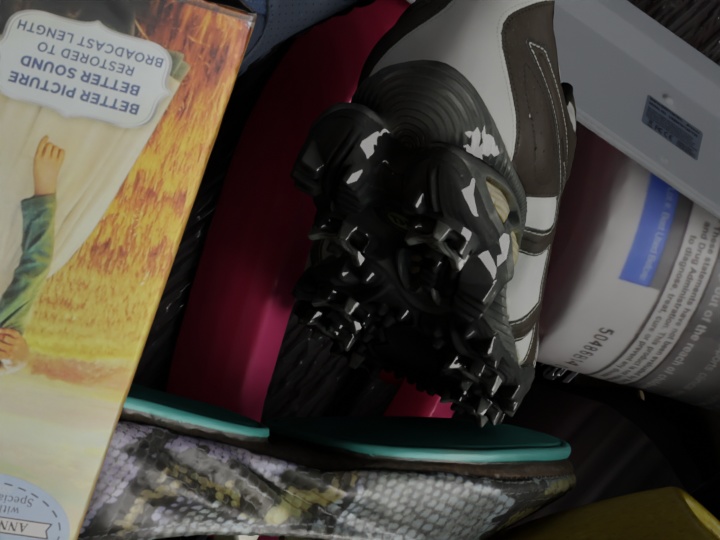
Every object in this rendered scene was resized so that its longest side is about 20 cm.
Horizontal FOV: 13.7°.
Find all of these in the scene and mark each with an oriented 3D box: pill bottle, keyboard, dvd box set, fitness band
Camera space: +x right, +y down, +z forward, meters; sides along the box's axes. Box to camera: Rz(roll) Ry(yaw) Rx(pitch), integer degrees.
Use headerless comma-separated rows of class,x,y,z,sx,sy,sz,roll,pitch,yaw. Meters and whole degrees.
pill bottle,0.154,-0.001,1.032,0.114,0.199,0.114,-164,-90,-73
keyboard,0.098,-0.049,0.938,0.011,0.200,0.056,-40,-158,47
dvd box set,-0.122,0.014,0.676,0.146,0.029,0.201,15,104,-25
fitness band,0.000,0.000,0.957,0.143,0.037,0.201,-12,122,-57

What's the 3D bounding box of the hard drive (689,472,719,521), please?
hard drive,0.184,0.123,1.038,0.139,0.033,0.200,-36,131,11

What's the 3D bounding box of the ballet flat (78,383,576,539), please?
ballet flat,-0.028,0.069,0.871,0.199,0.072,0.072,9,108,-32

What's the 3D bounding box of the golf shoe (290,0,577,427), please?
golf shoe,0.031,-0.021,0.850,0.095,0.077,0.200,-62,174,-18

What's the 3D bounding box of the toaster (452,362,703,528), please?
toaster,0.063,0.129,1.074,0.129,0.113,0.201,-45,125,-27

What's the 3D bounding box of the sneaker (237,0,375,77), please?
sneaker,-0.044,-0.067,0.784,0.147,0.077,0.202,-57,162,6

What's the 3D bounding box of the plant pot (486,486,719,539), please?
plant pot,0.079,0.149,0.905,0.142,0.200,0.200,-45,153,5

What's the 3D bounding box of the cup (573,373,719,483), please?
cup,0.167,0.063,1.170,0.143,0.200,0.201,-12,126,-31
